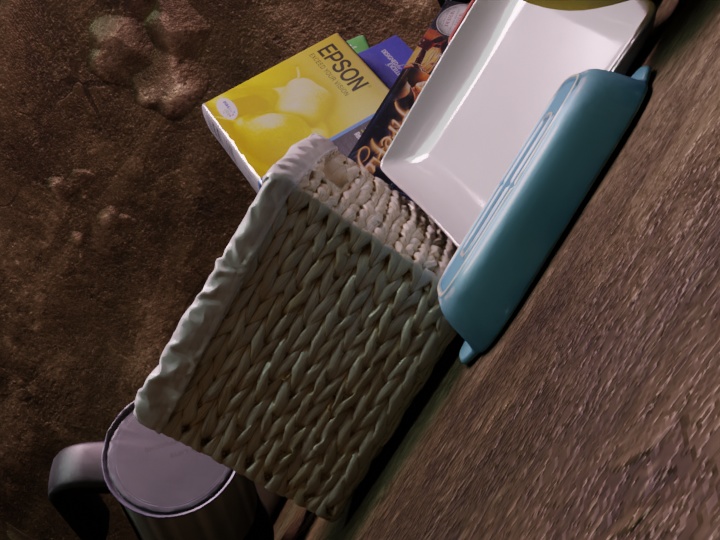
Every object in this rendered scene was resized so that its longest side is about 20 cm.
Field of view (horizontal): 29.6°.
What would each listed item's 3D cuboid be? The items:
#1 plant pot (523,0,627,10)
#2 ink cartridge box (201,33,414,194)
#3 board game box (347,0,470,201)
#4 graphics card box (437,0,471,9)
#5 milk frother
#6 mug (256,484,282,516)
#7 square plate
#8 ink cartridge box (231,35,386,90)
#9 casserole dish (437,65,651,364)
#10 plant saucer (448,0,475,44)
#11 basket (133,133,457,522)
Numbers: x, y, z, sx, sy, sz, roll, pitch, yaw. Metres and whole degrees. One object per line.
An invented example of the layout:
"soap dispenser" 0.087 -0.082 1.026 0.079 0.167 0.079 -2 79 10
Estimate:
"plant pot" 0.152 -0.254 0.746 0.202 0.200 0.189 -58 17 -6
"ink cartridge box" -0.010 -0.126 1.177 0.199 0.198 0.047 -32 -42 -8
"board game box" 0.085 -0.123 1.087 0.201 0.134 0.035 -59 -31 -24
"graphics card box" 0.167 -0.301 1.234 0.198 0.051 0.125 -5 30 46
"milk frother" -0.159 0.236 1.131 0.189 0.178 0.202 81 171 -56
"mug" -0.144 0.217 1.512 0.153 0.149 0.187 -49 3 -39
"square plate" 0.105 -0.117 0.938 0.200 0.028 0.200 -59 30 12
"ink cartridge box" -0.025 -0.104 1.251 0.084 0.145 0.201 68 180 -48
"casserole dish" 0.099 -0.040 0.790 0.202 0.039 0.121 -59 1 5
"plant saucer" 0.179 -0.247 1.034 0.199 0.037 0.201 4 58 57
"basket" -0.030 0.037 0.952 0.201 0.160 0.198 -57 1 14
